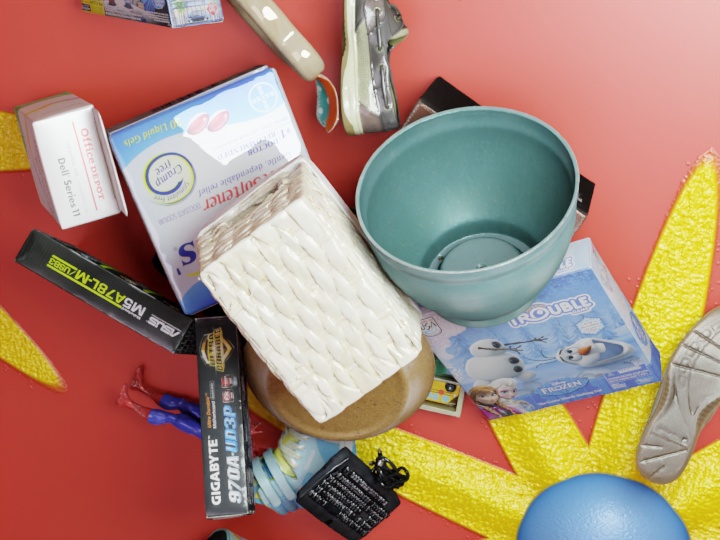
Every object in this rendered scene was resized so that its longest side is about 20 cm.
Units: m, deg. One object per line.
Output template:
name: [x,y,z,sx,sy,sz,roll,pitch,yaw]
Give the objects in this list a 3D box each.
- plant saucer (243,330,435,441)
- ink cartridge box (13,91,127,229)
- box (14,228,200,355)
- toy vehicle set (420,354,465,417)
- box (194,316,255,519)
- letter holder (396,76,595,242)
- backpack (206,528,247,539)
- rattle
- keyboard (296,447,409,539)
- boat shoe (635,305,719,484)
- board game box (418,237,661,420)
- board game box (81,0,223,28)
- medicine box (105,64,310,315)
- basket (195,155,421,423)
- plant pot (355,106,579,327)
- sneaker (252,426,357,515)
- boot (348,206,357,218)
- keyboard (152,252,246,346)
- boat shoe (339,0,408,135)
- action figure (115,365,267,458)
plant saucer: [-0.023,0.110,1.299,0.198,0.036,0.201,2,128,2]
ink cartridge box: [-0.305,-0.115,1.333,0.067,0.200,0.118,-18,108,-18]
box: [-0.259,0.028,1.379,0.192,0.200,0.048,32,86,2]
toy vehicle set: [0.027,0.081,1.416,0.198,0.027,0.125,12,112,10]
box: [-0.141,0.158,1.339,0.046,0.159,0.202,-4,80,-3]
letter holder: [0.114,-0.074,1.298,0.199,0.101,0.143,35,116,0]
backpack: [-0.166,0.416,1.511,0.152,0.176,0.201,25,114,-14]
rattle: [-0.045,-0.255,1.271,0.143,0.130,0.200,-41,76,-16]
keyboard: [0.005,0.248,1.395,0.104,0.200,0.040,-46,61,-4]
boat shoe: [0.346,0.126,1.333,0.072,0.065,0.201,26,96,8]
board game box: [0.179,0.067,1.304,0.199,0.044,0.199,-17,134,26]
board game box: [-0.218,-0.352,1.259,0.199,0.061,0.202,22,120,49]
medicine box: [-0.141,-0.086,1.317,0.181,0.103,0.201,-24,104,-8]
basket: [-0.044,0.020,1.160,0.135,0.123,0.200,-36,107,7]
plant pot: [0.105,-0.032,1.172,0.198,0.201,0.135,0,140,14]
sneaker: [-0.074,0.195,1.413,0.130,0.080,0.201,-16,124,-12]
boot: [0.000,0.000,1.292,0.199,0.069,0.175,-19,144,-15]
keyboard: [-0.138,0.018,1.432,0.200,0.040,0.104,41,128,4]
boat shoe: [0.016,-0.235,1.266,0.065,0.072,0.203,2,91,6]
action figure: [-0.176,0.161,1.474,0.199,0.065,0.099,30,123,2]
